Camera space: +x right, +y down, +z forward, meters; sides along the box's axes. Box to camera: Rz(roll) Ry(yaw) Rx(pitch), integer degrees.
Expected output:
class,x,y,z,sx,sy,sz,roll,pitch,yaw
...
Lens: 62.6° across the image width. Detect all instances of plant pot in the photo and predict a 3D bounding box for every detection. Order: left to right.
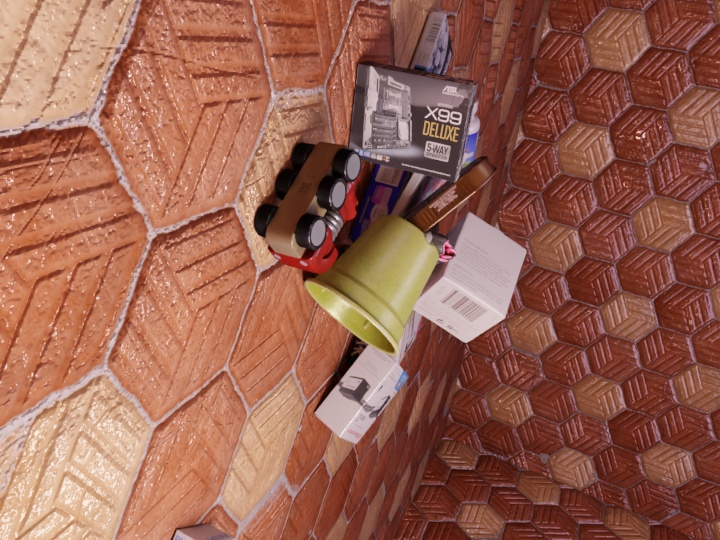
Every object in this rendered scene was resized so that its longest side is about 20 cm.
class,x,y,z,sx,sy,sz,roll,pitch,yaw
plant pot,0.034,0.011,1.027,0.185,0.199,0.201,-53,157,-15

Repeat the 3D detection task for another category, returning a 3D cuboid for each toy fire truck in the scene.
class,x,y,z,sx,sy,sz,roll,pitch,yaw
toy fire truck,-0.063,-0.069,0.892,0.178,0.127,0.201,-64,150,-23

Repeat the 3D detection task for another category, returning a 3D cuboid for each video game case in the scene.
class,x,y,z,sx,sy,sz,roll,pitch,yaw
video game case,0.131,-0.155,1.163,0.202,0.023,0.182,-61,159,16

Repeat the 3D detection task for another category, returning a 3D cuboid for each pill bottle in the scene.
class,x,y,z,sx,sy,sz,roll,pitch,yaw
pill bottle,0.245,-0.342,1.516,0.112,0.111,0.202,-52,152,-46

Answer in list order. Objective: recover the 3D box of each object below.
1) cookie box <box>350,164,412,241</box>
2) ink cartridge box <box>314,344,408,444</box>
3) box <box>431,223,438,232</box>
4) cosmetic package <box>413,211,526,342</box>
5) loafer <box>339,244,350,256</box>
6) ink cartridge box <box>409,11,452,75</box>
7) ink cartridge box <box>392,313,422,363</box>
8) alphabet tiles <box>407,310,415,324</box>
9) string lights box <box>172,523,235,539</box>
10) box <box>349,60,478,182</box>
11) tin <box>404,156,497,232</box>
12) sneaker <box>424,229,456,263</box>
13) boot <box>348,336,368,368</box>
class,x,y,z,sx,sy,sz,roll,pitch,yaw
cookie box,0.063,-0.110,1.250,0.200,0.074,0.173,42,67,-70
ink cartridge box,0.006,0.277,1.324,0.201,0.083,0.145,-50,155,-8
box,0.108,-0.048,1.400,0.075,0.099,0.202,76,36,-57
cosmetic package,0.241,0.017,1.331,0.201,0.164,0.165,-61,-174,-34
loafer,0.000,0.000,1.205,0.063,0.072,0.200,-53,156,4
ink cartridge box,0.151,-0.414,1.290,0.200,0.043,0.201,42,66,-71
ink cartridge box,0.103,0.143,1.581,0.200,0.082,0.149,-47,150,-53
alphabet tiles,0.130,0.032,1.370,0.201,0.006,0.167,84,28,-51
string lights box,-0.263,0.486,0.863,0.103,0.058,0.202,55,54,-68
box,0.085,-0.251,0.993,0.050,0.197,0.160,-48,151,-58
tin,0.154,-0.131,1.060,0.199,0.042,0.112,-39,-177,15
sneaker,0.151,-0.035,1.213,0.200,0.094,0.080,46,62,-71
boot,0.015,0.171,1.370,0.091,0.072,0.201,-52,154,-34
